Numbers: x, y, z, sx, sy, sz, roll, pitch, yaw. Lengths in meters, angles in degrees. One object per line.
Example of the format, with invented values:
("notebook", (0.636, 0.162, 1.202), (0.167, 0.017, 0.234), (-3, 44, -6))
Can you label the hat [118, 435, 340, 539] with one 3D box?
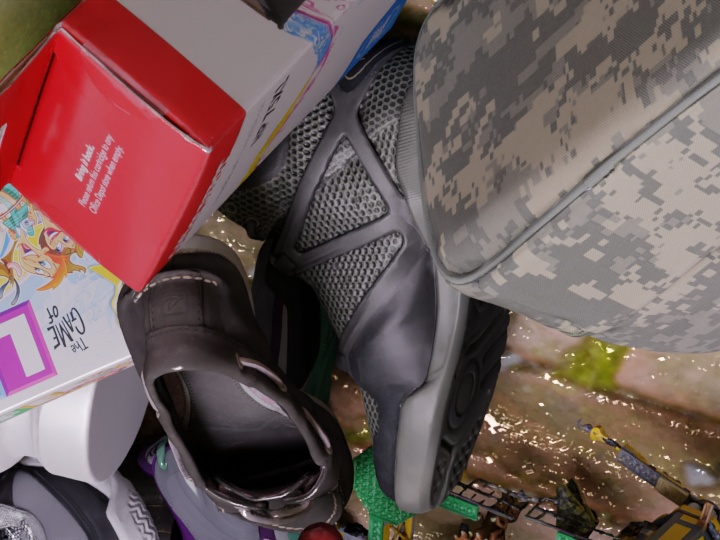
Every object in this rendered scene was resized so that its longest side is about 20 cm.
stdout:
("hat", (-0.093, 0.171, 1.111), (0.200, 0.081, 0.201), (11, 132, 13))

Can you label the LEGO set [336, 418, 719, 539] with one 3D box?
("LEGO set", (0.093, 0.131, 1.001), (0.199, 0.116, 0.155), (10, 115, 31))

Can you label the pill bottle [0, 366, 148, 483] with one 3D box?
("pill bottle", (-0.197, 0.027, 1.001), (0.199, 0.116, 0.116), (13, 133, 10))

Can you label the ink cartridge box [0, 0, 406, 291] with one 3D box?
("ink cartridge box", (-0.054, -0.073, 0.773), (0.067, 0.200, 0.116), (39, 151, 3))

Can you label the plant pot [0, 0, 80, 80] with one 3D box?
("plant pot", (-0.179, -0.117, 0.774), (0.199, 0.184, 0.201), (4, 108, 13))

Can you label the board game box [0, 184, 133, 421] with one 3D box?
("board game box", (-0.175, 0.000, 0.915), (0.199, 0.034, 0.135), (-24, 84, 7))

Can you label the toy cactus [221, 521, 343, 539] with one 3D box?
("toy cactus", (0.010, 0.172, 0.937), (0.164, 0.102, 0.201), (-13, 126, 5))

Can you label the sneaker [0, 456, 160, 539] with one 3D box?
("sneaker", (-0.186, 0.128, 1.046), (0.200, 0.114, 0.076), (15, 129, 44))

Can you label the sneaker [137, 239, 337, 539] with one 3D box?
("sneaker", (-0.060, 0.070, 0.996), (0.087, 0.075, 0.201), (8, 122, 8))

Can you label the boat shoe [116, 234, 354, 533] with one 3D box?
("boat shoe", (-0.049, 0.065, 0.879), (0.067, 0.057, 0.200), (-13, 143, 9))

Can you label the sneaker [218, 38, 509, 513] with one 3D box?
("sneaker", (0.000, 0.000, 0.911), (0.114, 0.076, 0.200), (9, 117, 24))

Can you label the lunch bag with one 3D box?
("lunch bag", (0.134, -0.059, 0.774), (0.167, 0.140, 0.200), (20, 139, -29))
